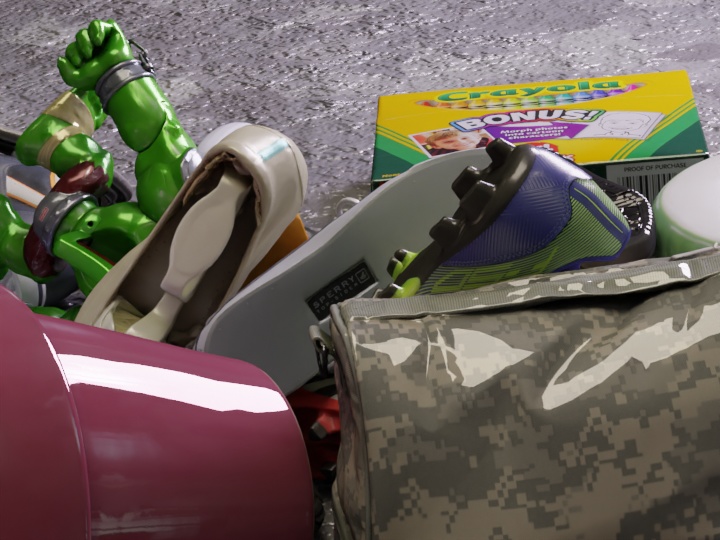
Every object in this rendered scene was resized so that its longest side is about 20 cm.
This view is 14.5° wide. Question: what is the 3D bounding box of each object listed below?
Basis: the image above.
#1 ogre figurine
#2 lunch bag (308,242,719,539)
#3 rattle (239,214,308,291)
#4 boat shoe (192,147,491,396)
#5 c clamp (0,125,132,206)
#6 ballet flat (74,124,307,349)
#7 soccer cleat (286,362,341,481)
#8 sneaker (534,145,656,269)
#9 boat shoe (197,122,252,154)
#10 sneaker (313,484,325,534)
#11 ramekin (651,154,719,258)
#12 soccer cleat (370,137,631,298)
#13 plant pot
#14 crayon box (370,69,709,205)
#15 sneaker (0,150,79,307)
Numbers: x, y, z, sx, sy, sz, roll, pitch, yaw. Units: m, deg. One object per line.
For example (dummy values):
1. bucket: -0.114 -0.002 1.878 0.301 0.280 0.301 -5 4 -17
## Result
1. ogre figurine: -0.147 -0.020 1.533 0.120 0.200 0.098 37 1 28
2. lunch bag: 0.084 0.082 1.202 0.199 0.168 0.139 -7 21 -4
3. rattle: -0.012 -0.019 1.536 0.130 0.143 0.200 -10 18 48
4. boat shoe: 0.002 0.005 1.408 0.202 0.075 0.086 -34 8 -13
5. c clamp: -0.224 -0.074 1.785 0.199 0.027 0.171 17 -12 23
6. ballet flat: -0.097 0.014 1.407 0.069 0.200 0.070 30 17 -10
7. soccer cleat: 0.044 0.074 1.370 0.199 0.069 0.085 4 35 36
8. sneaker: 0.106 0.000 1.493 0.060 0.105 0.200 -13 22 -16
9. boat shoe: -0.072 -0.020 1.651 0.067 0.074 0.200 4 36 15
10. sneaker: -0.110 0.096 1.362 0.199 0.079 0.075 17 -8 18
11. ramekin: 0.240 0.004 1.456 0.199 0.098 0.200 -5 21 2
12. soccer cleat: 0.053 0.015 1.279 0.084 0.200 0.065 32 54 -6
13. plant pot: -0.126 0.104 1.196 0.178 0.201 0.200 0 15 -33
14. crayon box: 0.109 -0.066 1.726 0.199 0.059 0.173 -4 21 3
15. sneaker: -0.221 -0.034 1.702 0.079 0.079 0.200 -23 38 -28
